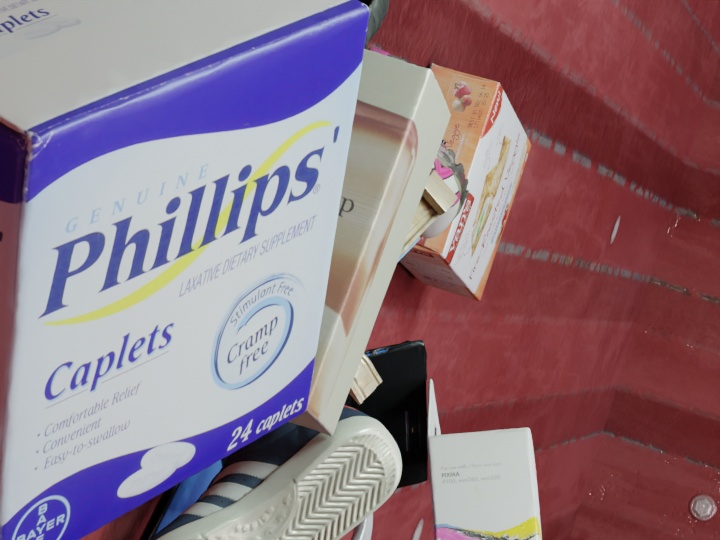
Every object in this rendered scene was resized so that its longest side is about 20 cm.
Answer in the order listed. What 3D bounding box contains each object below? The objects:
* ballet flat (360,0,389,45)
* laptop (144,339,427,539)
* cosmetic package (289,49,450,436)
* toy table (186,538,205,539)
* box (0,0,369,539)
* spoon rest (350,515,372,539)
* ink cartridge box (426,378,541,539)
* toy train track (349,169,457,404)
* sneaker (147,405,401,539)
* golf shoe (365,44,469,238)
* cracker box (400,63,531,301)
[{"bbox_3d":[-0.026,-0.143,1.227,0.057,0.066,0.200,-60,173,33],"label":"ballet flat"},{"bbox_3d":[-0.042,0.150,1.462,0.177,0.199,0.104,87,-12,-57],"label":"laptop"},{"bbox_3d":[-0.033,-0.022,1.289,0.087,0.103,0.201,59,49,-73],"label":"cosmetic package"},{"bbox_3d":[-0.146,0.199,1.094,0.200,0.117,0.184,23,84,-75],"label":"toy table"},{"bbox_3d":[-0.104,-0.012,0.901,0.184,0.105,0.201,-28,137,-44],"label":"box"},{"bbox_3d":[-0.007,0.153,1.698,0.099,0.060,0.200,82,29,-61],"label":"spoon rest"},{"bbox_3d":[0.081,0.176,1.455,0.117,0.067,0.201,80,5,-62],"label":"ink cartridge box"},{"bbox_3d":[0.000,0.000,1.380,0.200,0.115,0.033,-45,-173,-38],"label":"toy train track"},{"bbox_3d":[-0.072,0.145,1.336,0.200,0.085,0.075,-32,117,-10],"label":"sneaker"},{"bbox_3d":[0.011,-0.063,1.489,0.092,0.072,0.200,-60,154,-14],"label":"golf shoe"},{"bbox_3d":[0.073,-0.062,1.748,0.200,0.058,0.134,40,68,-75],"label":"cracker box"}]
